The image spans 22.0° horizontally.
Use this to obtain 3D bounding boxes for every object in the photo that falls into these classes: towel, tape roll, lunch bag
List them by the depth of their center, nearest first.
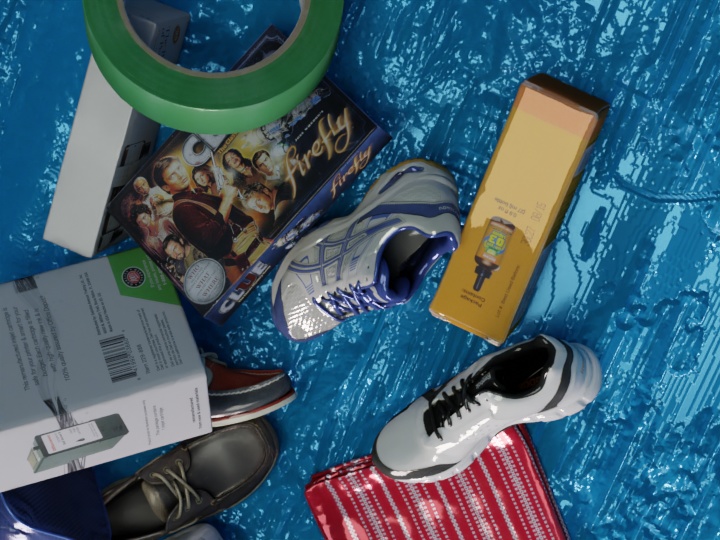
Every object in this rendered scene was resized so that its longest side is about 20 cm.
[{"bbox_3d":[-0.113,-0.205,1.421,0.199,0.048,0.202,2,71,-5],"label":"tape roll"},{"bbox_3d":[0.064,0.209,1.536,0.199,0.022,0.146,-21,97,19],"label":"towel"},{"bbox_3d":[-0.312,0.182,1.555,0.132,0.136,0.201,-38,47,19],"label":"lunch bag"}]

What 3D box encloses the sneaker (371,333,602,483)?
[{"bbox_3d":[0.089,0.103,1.465,0.199,0.080,0.074,-30,61,17],"label":"sneaker"}]

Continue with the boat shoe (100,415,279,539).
[{"bbox_3d":[-0.154,0.189,1.567,0.199,0.073,0.075,-34,92,20],"label":"boat shoe"}]

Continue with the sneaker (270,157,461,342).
[{"bbox_3d":[0.000,0.000,1.458,0.075,0.088,0.200,27,122,-31],"label":"sneaker"}]

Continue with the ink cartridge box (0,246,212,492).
[{"bbox_3d":[-0.233,0.077,1.471,0.199,0.147,0.084,-15,141,-12],"label":"ink cartridge box"}]

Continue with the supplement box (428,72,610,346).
[{"bbox_3d":[0.123,-0.047,1.438,0.066,0.069,0.201,25,106,10],"label":"supplement box"}]

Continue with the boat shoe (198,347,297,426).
[{"bbox_3d":[-0.150,0.096,1.550,0.198,0.071,0.063,-6,98,22],"label":"boat shoe"}]

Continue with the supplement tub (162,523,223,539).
[{"bbox_3d":[-0.129,0.327,1.566,0.122,0.123,0.201,-29,94,20],"label":"supplement tub"}]

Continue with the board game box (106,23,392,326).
[{"bbox_3d":[-0.090,-0.076,1.458,0.200,0.035,0.135,-48,64,4],"label":"board game box"}]

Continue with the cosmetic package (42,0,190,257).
[{"bbox_3d":[-0.197,-0.117,1.507,0.050,0.083,0.201,20,108,8],"label":"cosmetic package"}]
